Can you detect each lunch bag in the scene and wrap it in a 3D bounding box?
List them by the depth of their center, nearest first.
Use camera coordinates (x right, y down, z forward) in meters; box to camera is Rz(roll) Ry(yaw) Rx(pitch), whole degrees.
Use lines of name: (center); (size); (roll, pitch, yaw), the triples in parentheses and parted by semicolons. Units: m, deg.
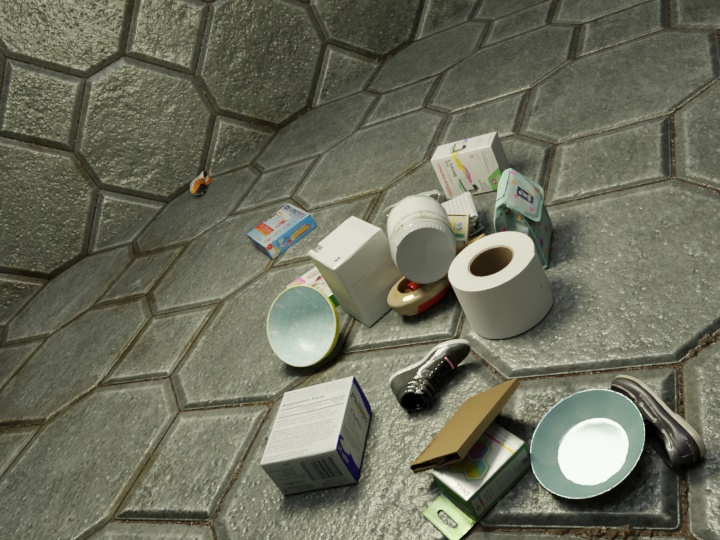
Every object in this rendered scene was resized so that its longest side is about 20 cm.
lunch bag: (0.378, -0.123, 1.662); (0.120, 0.202, 0.172); (-12, 31, 28)

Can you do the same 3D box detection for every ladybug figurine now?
ladybug figurine: (0.157, 0.044, 1.734); (0.198, 0.073, 0.135); (-36, 27, -12)

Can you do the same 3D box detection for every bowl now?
bowl: (-0.129, 0.142, 1.787); (0.197, 0.204, 0.107); (-18, -13, 21)

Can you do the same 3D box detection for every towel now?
towel: (0.236, -0.116, 1.910); (0.197, 0.086, 0.167); (-25, 27, 12)

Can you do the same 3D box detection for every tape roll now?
tape roll: (0.309, 0.031, 1.545); (0.199, 0.141, 0.204); (-22, 29, 13)

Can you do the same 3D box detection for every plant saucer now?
plant saucer: (0.377, 0.290, 1.153); (0.199, 0.039, 0.203); (-32, 30, 21)

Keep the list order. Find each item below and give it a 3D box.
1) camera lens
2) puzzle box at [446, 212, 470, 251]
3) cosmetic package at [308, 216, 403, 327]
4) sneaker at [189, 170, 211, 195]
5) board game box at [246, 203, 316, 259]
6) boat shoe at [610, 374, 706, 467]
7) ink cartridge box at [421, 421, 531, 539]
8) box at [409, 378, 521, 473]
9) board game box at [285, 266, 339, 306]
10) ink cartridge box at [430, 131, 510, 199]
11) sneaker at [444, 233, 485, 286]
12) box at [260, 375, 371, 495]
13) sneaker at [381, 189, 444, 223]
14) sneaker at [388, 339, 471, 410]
camera lens: (0.146, -0.079, 1.696); (0.158, 0.162, 0.201); (-24, 25, 10)
puzzle box: (0.183, -0.083, 1.817); (0.196, 0.136, 0.025); (2, -5, 19)
cosmetic package: (0.000, 0.000, 1.815); (0.164, 0.202, 0.164); (-39, 30, -14)
sneaker: (-0.776, -0.396, 3.326); (0.091, 0.076, 0.201); (-28, 20, 19)
board game box: (-0.278, -0.140, 2.455); (0.195, 0.056, 0.199); (-38, 29, -13)
boat shoe: (0.464, 0.241, 1.137); (0.062, 0.073, 0.200); (-29, 33, -7)
ink cartridge box: (0.193, 0.359, 1.213); (0.199, 0.060, 0.103); (-39, 30, -16)
box: (0.190, 0.282, 1.270); (0.199, 0.021, 0.163); (-39, -2, -35)
board game box: (-0.119, 0.056, 2.009); (0.152, 0.041, 0.200); (-34, 28, -6)
ink cartridge box: (0.325, -0.304, 2.055); (0.197, 0.146, 0.084); (-8, 34, 34)
sneaker: (0.273, -0.009, 1.710); (0.075, 0.091, 0.200); (-31, 11, 47)
box: (-0.086, 0.341, 1.456); (0.181, 0.106, 0.202); (-17, 32, 24)
sneaker: (0.160, -0.190, 2.124); (0.196, 0.072, 0.081); (-17, 21, 10)
sneaker: (0.154, 0.225, 1.461); (0.198, 0.071, 0.100); (-32, 29, 10)
